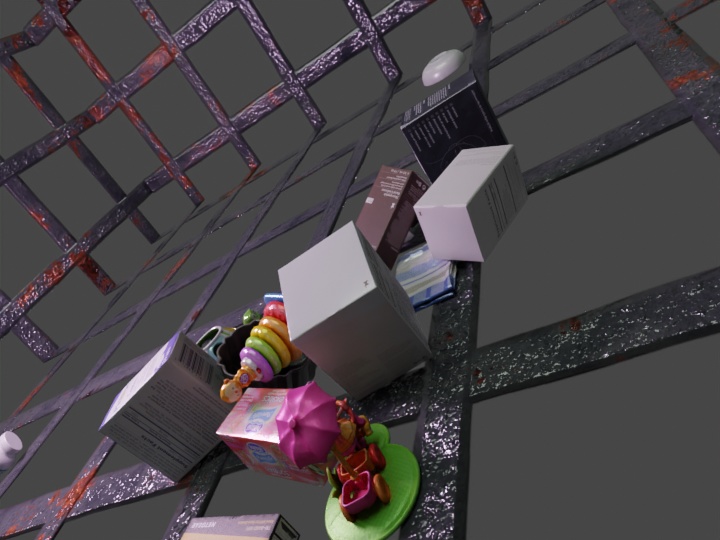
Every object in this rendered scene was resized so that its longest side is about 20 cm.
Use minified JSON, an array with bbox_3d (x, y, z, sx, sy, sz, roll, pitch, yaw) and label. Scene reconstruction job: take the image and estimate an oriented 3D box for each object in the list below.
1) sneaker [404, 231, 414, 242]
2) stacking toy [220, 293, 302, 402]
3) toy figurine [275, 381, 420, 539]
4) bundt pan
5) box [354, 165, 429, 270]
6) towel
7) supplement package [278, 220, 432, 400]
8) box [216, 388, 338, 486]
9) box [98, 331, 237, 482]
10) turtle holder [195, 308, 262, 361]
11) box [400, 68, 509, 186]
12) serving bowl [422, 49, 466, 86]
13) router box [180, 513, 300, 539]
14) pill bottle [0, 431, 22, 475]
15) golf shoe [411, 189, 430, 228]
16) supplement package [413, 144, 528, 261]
[{"bbox_3d":[0.042,-0.073,1.310,0.117,0.073,0.199,-54,30,-1],"label":"sneaker"},{"bbox_3d":[-0.162,0.141,0.944,0.108,0.118,0.200,3,39,43],"label":"stacking toy"},{"bbox_3d":[-0.032,0.212,0.724,0.148,0.186,0.201,-31,23,11],"label":"toy figurine"},{"bbox_3d":[-0.168,0.172,1.061,0.195,0.078,0.204,-3,29,2],"label":"bundt pan"},{"bbox_3d":[0.056,-0.115,1.207,0.099,0.074,0.205,18,83,46],"label":"box"},{"bbox_3d":[0.122,0.008,1.087,0.144,0.024,0.202,-27,26,25],"label":"towel"},{"bbox_3d":[-0.008,0.068,0.889,0.149,0.201,0.153,-31,43,11],"label":"supplement package"},{"bbox_3d":[-0.122,0.253,0.880,0.197,0.104,0.095,-10,34,45],"label":"box"},{"bbox_3d":[-0.340,0.255,1.049,0.199,0.184,0.105,-42,22,11],"label":"box"},{"bbox_3d":[-0.269,0.179,1.187,0.184,0.133,0.141,-38,22,-4],"label":"turtle holder"},{"bbox_3d":[0.223,-0.315,1.311,0.193,0.202,0.125,-26,24,21],"label":"box"},{"bbox_3d":[0.331,-0.840,2.302,0.197,0.066,0.202,-30,25,15],"label":"serving bowl"},{"bbox_3d":[-0.190,0.412,0.746,0.196,0.053,0.159,-21,28,34],"label":"router box"},{"bbox_3d":[-1.126,0.580,1.697,0.199,0.112,0.111,-40,23,-8],"label":"pill bottle"},{"bbox_3d":[0.179,-0.158,1.244,0.195,0.080,0.095,-9,21,31],"label":"golf shoe"},{"bbox_3d":[0.210,-0.126,1.054,0.119,0.122,0.200,5,42,43],"label":"supplement package"}]
